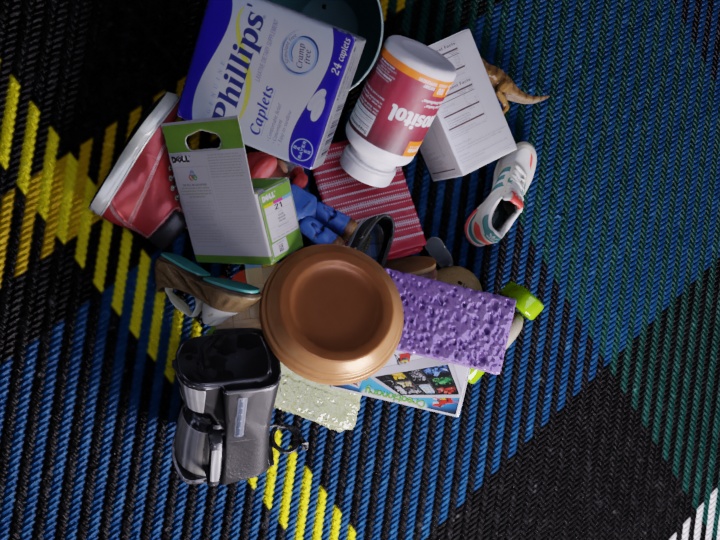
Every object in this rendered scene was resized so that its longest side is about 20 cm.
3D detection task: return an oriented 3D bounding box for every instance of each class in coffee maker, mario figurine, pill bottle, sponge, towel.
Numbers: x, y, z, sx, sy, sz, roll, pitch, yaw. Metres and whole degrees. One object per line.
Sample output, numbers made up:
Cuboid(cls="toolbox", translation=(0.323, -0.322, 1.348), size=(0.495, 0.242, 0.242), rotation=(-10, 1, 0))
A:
Cuboid(cls="coffee maker", translation=(-0.165, 0.181, 1.121), size=(0.192, 0.135, 0.201), rotation=(-19, 139, -35))
Cuboid(cls="mario figurine", translation=(-0.107, -0.095, 1.199), size=(0.200, 0.123, 0.106), rotation=(39, 112, -2))
Cuboid(cls="pill bottle", translation=(0.048, -0.227, 1.181), size=(0.113, 0.113, 0.200), rotation=(16, 120, -21))
Cuboid(cls="sponge", translation=(0.116, 0.073, 1.168), size=(0.199, 0.030, 0.112), rotation=(14, 81, 3))
Cuboid(cls="towel", translation=(-0.079, 0.154, 1.243), size=(0.199, 0.036, 0.149), rotation=(22, 82, -19))
Cuboid(cls="towel", translation=(0.010, -0.109, 1.262), size=(0.144, 0.022, 0.201), rotation=(-16, 84, -19))

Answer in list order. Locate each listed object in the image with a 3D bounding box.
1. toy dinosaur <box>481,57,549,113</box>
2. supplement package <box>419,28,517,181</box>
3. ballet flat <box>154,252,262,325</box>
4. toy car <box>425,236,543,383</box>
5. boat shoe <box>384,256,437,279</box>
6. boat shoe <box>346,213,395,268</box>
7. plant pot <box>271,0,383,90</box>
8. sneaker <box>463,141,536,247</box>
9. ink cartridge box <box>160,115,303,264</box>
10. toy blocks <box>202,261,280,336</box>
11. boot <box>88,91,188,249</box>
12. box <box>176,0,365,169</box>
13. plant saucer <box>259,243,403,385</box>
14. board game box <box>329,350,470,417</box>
Cuboid(cls="toy dinosaur", translation=(0.237, -0.301, 1.346), size=(0.200, 0.060, 0.107), rotation=(28, 79, -20))
Cuboid(cls="supplement package", translation=(0.143, -0.258, 1.281), size=(0.109, 0.114, 0.201), rotation=(-27, 101, -17))
Cuboid(cls="ballet flat", translation=(-0.216, 0.034, 1.117), size=(0.068, 0.199, 0.073), rotation=(4, 103, -57))
Cuboid(cls="toy car", translation=(0.155, 0.046, 1.284), size=(0.200, 0.158, 0.164), rotation=(42, 93, -1))
Cuboid(cls="boat shoe", translation=(0.023, 0.029, 1.252), size=(0.199, 0.070, 0.071), rotation=(-12, 111, 1))
Cuboid(cls="boat shoe", translation=(0.000, 0.000, 1.172), size=(0.068, 0.057, 0.201), rotation=(31, 58, -21))
Cuboid(cls="plant pot", translation=(-0.059, -0.352, 1.173), size=(0.199, 0.135, 0.201), rotation=(2, 106, 7))
Cuboid(cls="sneaker", translation=(0.251, -0.126, 1.337), size=(0.070, 0.093, 0.200), rotation=(35, 79, -19))
Cuboid(cls="ink cartridge box", translation=(-0.174, -0.114, 1.104), size=(0.076, 0.147, 0.201), rotation=(-34, 119, -50))
Cuboid(cls="toy blocks", translation=(-0.137, 0.035, 1.177), size=(0.199, 0.100, 0.137), rotation=(-8, 68, -5))
Cuboid(cls="boot", translation=(-0.271, -0.138, 1.146), size=(0.144, 0.072, 0.201), rotation=(30, 87, -21))
Cuboid(cls="box", translation=(-0.119, -0.258, 1.083), size=(0.199, 0.105, 0.185), rotation=(21, 107, 3))
Cuboid(cls="plant saucer", translation=(-0.035, 0.052, 1.089), size=(0.199, 0.037, 0.201), rotation=(5, 67, -12))
Cuboid(cls="board game box", translation=(0.063, 0.133, 1.208), size=(0.199, 0.035, 0.127), rotation=(13, 99, 2))
